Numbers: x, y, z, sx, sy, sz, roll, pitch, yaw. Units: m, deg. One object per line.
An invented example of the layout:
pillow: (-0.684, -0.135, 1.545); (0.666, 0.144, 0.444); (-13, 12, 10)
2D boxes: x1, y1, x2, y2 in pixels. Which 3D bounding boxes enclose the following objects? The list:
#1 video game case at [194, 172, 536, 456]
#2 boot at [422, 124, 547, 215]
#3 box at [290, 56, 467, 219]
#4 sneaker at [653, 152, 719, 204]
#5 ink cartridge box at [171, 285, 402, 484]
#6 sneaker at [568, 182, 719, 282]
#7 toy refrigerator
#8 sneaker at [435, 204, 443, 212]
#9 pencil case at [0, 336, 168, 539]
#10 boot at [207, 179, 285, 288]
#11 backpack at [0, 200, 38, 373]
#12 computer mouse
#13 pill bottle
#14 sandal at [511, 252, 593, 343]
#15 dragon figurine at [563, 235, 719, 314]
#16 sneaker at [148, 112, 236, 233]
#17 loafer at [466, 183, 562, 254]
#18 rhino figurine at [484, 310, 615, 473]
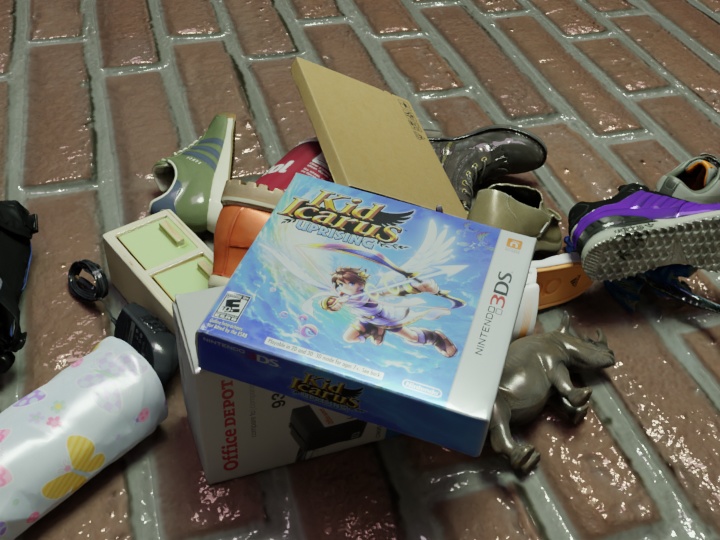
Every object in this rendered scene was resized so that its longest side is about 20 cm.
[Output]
video game case: (0.012, 0.020, 0.590); (0.200, 0.046, 0.181); (16, 45, 10)
boot: (0.117, -0.089, 0.935); (0.199, 0.069, 0.174); (0, 44, 6)
box: (0.018, -0.133, 0.860); (0.163, 0.021, 0.200); (13, 43, -37)
sneaker: (0.410, -0.101, 0.953); (0.200, 0.079, 0.074); (-24, 46, -30)
ink cartridge box: (-0.040, 0.077, 0.663); (0.200, 0.145, 0.084); (-11, 46, -17)
sneaker: (0.296, -0.051, 0.802); (0.200, 0.070, 0.100); (-4, 39, -10)
toy refrigerator: (-0.161, 0.025, 0.772); (0.076, 0.070, 0.200); (-26, 48, -29)
sneaker: (0.000, 0.000, 0.783); (0.200, 0.074, 0.088); (-15, 77, -15)
pencil case: (-0.245, 0.133, 0.632); (0.091, 0.083, 0.200); (25, 45, 29)
boot: (-0.034, -0.002, 0.716); (0.200, 0.075, 0.107); (14, 81, 2)
backpack: (-0.390, -0.022, 0.719); (0.154, 0.191, 0.200); (-19, 43, -1)
computer mouse: (-0.221, 0.043, 0.766); (0.034, 0.059, 0.200); (-4, 32, -43)
pill bottle: (-0.052, -0.067, 0.854); (0.113, 0.113, 0.200); (21, 43, 19)
sandal: (0.157, 0.031, 0.782); (0.206, 0.079, 0.059); (-14, 43, -23)
dragon figurine: (0.287, 0.002, 0.840); (0.099, 0.059, 0.200); (-11, 42, -16)
sneaker: (-0.191, -0.119, 0.935); (0.090, 0.067, 0.200); (4, 44, -7)
loafer: (0.164, -0.054, 0.839); (0.076, 0.068, 0.200); (14, 13, 23)
rhino figurine: (0.160, 0.096, 0.722); (0.087, 0.060, 0.200); (36, 49, 28)
